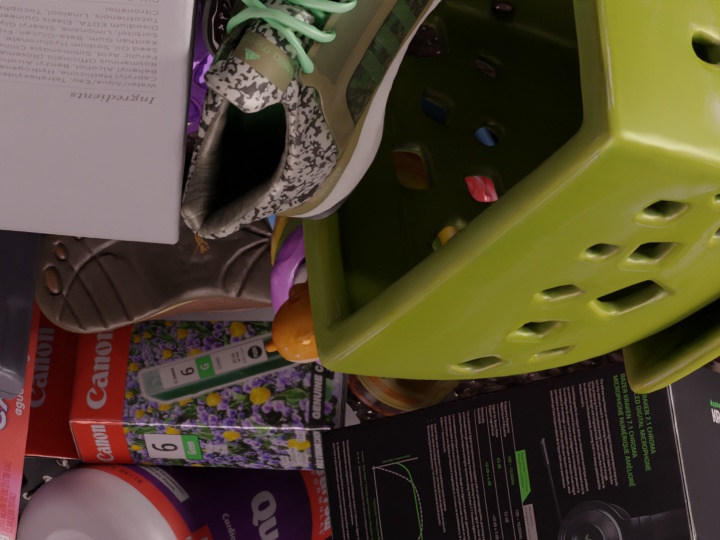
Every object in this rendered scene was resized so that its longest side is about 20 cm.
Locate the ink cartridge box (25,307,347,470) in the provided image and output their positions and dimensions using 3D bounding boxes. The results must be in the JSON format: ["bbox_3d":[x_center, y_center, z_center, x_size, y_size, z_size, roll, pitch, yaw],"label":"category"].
[{"bbox_3d":[-0.106,0.040,1.225,0.198,0.110,0.050,2,150,3],"label":"ink cartridge box"}]

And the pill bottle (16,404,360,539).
[{"bbox_3d":[-0.082,0.129,1.293,0.112,0.113,0.200,-28,180,42],"label":"pill bottle"}]

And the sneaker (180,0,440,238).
[{"bbox_3d":[-0.017,-0.087,0.851,0.077,0.089,0.201,25,125,13],"label":"sneaker"}]

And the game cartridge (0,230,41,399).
[{"bbox_3d":[-0.240,-0.027,1.100,0.199,0.134,0.042,18,147,-24],"label":"game cartridge"}]

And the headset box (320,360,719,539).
[{"bbox_3d":[0.111,0.112,1.183,0.199,0.093,0.174,-15,163,26],"label":"headset box"}]

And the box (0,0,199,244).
[{"bbox_3d":[-0.111,-0.126,0.901,0.106,0.153,0.200,5,149,-4],"label":"box"}]

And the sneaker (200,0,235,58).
[{"bbox_3d":[-0.015,-0.175,0.906,0.072,0.085,0.201,18,125,-13],"label":"sneaker"}]

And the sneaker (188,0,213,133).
[{"bbox_3d":[-0.118,-0.071,1.060,0.199,0.089,0.081,-2,148,7],"label":"sneaker"}]

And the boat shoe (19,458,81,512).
[{"bbox_3d":[-0.174,0.092,1.364,0.060,0.074,0.200,6,158,-14],"label":"boat shoe"}]

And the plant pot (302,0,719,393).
[{"bbox_3d":[0.100,-0.071,0.943,0.181,0.200,0.200,12,149,-28],"label":"plant pot"}]

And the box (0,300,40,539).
[{"bbox_3d":[-0.223,0.058,1.177,0.094,0.201,0.102,21,147,-30],"label":"box"}]

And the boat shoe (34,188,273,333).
[{"bbox_3d":[-0.060,-0.016,1.181,0.199,0.073,0.068,-10,-176,4],"label":"boat shoe"}]

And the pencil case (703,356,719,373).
[{"bbox_3d":[0.197,-0.024,1.118,0.089,0.078,0.200,19,148,0],"label":"pencil case"}]

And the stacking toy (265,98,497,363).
[{"bbox_3d":[0.000,0.000,1.041,0.115,0.200,0.110,-21,102,17],"label":"stacking toy"}]

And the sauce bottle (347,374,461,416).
[{"bbox_3d":[0.053,0.007,1.201,0.066,0.066,0.200,14,146,-17],"label":"sauce bottle"}]
